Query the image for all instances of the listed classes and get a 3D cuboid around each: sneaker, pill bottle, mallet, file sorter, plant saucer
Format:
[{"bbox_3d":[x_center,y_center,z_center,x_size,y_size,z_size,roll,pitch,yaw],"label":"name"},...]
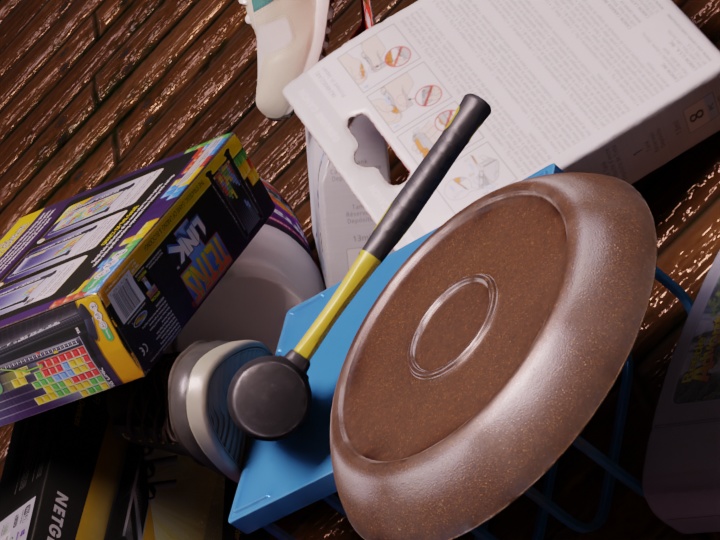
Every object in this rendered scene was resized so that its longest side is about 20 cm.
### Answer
[{"bbox_3d":[-0.096,0.075,1.393,0.200,0.106,0.075,30,-116,-77],"label":"sneaker"},{"bbox_3d":[-0.079,0.014,1.585,0.112,0.111,0.200,-48,17,8],"label":"pill bottle"},{"bbox_3d":[-0.057,-0.192,1.555,0.070,0.093,0.201,-105,25,-75],"label":"sneaker"},{"bbox_3d":[0.000,0.000,1.282,0.200,0.041,0.066,-55,2,-11],"label":"mallet"},{"bbox_3d":[0.055,0.069,1.300,0.200,0.123,0.139,-28,34,40],"label":"file sorter"},{"bbox_3d":[0.050,0.032,1.179,0.200,0.032,0.201,-38,30,26],"label":"plant saucer"}]

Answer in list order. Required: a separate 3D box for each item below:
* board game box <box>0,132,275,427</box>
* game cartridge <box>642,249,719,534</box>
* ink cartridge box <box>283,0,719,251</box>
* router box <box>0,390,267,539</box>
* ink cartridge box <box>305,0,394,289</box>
[{"bbox_3d":[-0.156,0.013,1.442,0.165,0.057,0.200,-21,18,29],"label":"board game box"},{"bbox_3d":[0.203,0.027,1.208,0.133,0.041,0.201,-18,41,56],"label":"game cartridge"},{"bbox_3d":[0.080,-0.092,1.407,0.199,0.047,0.160,-32,49,-4],"label":"ink cartridge box"},{"bbox_3d":[-0.129,0.149,1.469,0.052,0.157,0.201,-36,30,31],"label":"router box"},{"bbox_3d":[-0.012,-0.097,1.545,0.047,0.201,0.160,-7,16,-2],"label":"ink cartridge box"}]
